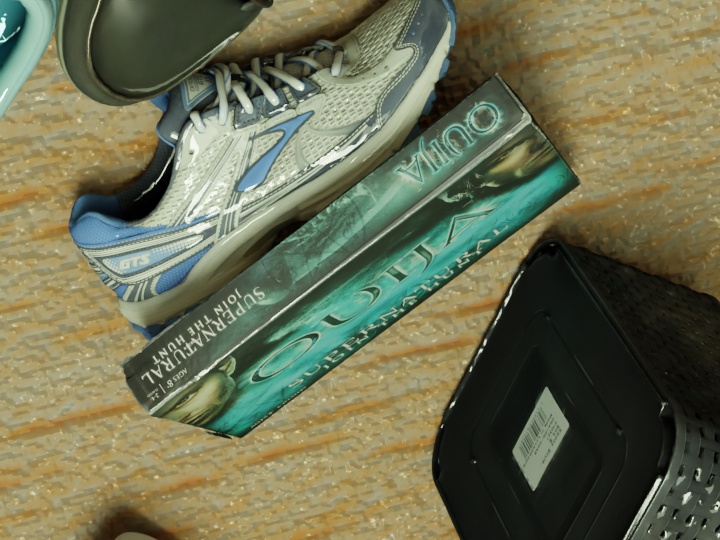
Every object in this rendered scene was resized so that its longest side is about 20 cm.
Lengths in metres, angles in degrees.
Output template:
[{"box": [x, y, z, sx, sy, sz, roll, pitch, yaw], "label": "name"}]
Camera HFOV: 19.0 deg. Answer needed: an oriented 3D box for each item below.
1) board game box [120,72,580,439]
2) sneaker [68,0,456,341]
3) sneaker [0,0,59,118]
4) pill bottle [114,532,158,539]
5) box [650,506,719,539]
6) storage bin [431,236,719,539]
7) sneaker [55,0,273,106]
[{"box": [0.000, 0.000, 0.931, 0.200, 0.135, 0.028, -38, 75, 6], "label": "board game box"}, {"box": [-0.044, -0.058, 0.918, 0.200, 0.077, 0.085, -43, 110, 7], "label": "sneaker"}, {"box": [-0.197, -0.059, 0.874, 0.074, 0.082, 0.200, 34, 104, -24], "label": "sneaker"}, {"box": [-0.146, 0.222, 1.005, 0.112, 0.112, 0.200, 38, 103, -26], "label": "pill bottle"}, {"box": [0.145, 0.240, 1.079, 0.196, 0.124, 0.200, -39, 117, 9], "label": "box"}, {"box": [0.117, 0.090, 0.953, 0.093, 0.200, 0.136, 18, 110, -22], "label": "storage bin"}, {"box": [-0.043, -0.133, 0.854, 0.075, 0.106, 0.200, 32, 105, -36], "label": "sneaker"}]
